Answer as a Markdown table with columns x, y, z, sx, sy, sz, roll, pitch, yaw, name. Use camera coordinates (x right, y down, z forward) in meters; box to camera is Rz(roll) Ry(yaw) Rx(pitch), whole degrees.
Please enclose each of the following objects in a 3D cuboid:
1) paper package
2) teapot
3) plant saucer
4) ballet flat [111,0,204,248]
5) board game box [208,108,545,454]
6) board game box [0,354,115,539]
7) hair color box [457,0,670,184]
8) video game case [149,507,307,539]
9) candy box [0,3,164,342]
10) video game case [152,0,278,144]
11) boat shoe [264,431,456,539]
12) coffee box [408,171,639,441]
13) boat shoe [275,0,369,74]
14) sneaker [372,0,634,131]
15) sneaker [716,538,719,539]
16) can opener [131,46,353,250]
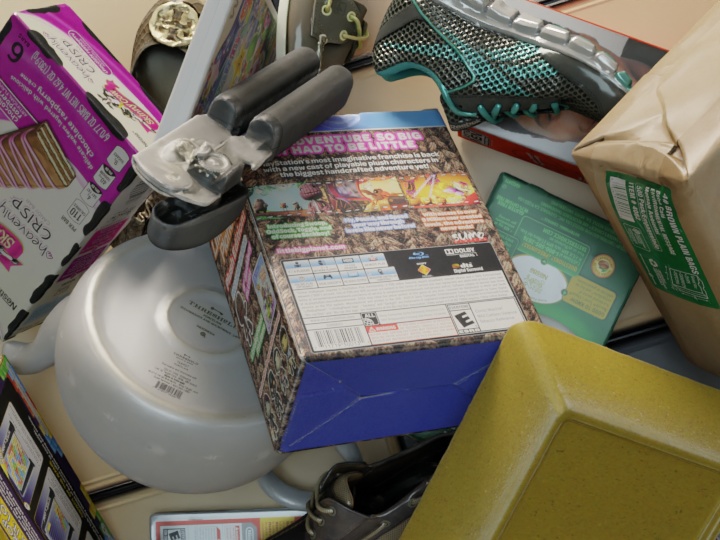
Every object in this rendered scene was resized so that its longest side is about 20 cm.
| x | y | z | sx | sy | sz | roll | pitch | yaw | name |
| --- | --- | --- | --- | --- | --- | --- | --- | --- | --- |
| 0.260 | -0.051 | 0.835 | 0.191 | 0.103 | 0.200 | -45 | 123 | -17 | paper package |
| -0.118 | 0.082 | 0.907 | 0.197 | 0.146 | 0.200 | -9 | 52 | -31 | teapot |
| 0.142 | 0.153 | 0.813 | 0.199 | 0.048 | 0.200 | 20 | 107 | -19 | plant saucer |
| -0.150 | -0.108 | 0.969 | 0.067 | 0.046 | 0.201 | 14 | 87 | 5 | ballet flat |
| 0.000 | 0.000 | 0.853 | 0.159 | 0.097 | 0.200 | -5 | 51 | -21 | board game box |
| -0.220 | 0.178 | 0.863 | 0.057 | 0.165 | 0.200 | -24 | 109 | 4 | board game box |
| 0.177 | -0.111 | 0.934 | 0.199 | 0.061 | 0.102 | 20 | 89 | 7 | hair color box |
| -0.051 | 0.243 | 0.951 | 0.199 | 0.017 | 0.144 | -3 | 86 | 5 | video game case |
| -0.229 | -0.066 | 0.922 | 0.136 | 0.061 | 0.200 | 47 | 121 | 7 | candy box |
| -0.092 | -0.120 | 0.887 | 0.018 | 0.200 | 0.144 | 20 | 88 | 4 | video game case |
| -0.003 | 0.160 | 0.875 | 0.200 | 0.075 | 0.073 | -27 | 118 | 4 | boat shoe |
| 0.110 | 0.045 | 0.938 | 0.123 | 0.044 | 0.201 | 25 | 88 | 5 | coffee box |
| -0.025 | -0.191 | 0.951 | 0.060 | 0.072 | 0.203 | 0 | 82 | 10 | boat shoe |
| 0.095 | -0.127 | 0.880 | 0.200 | 0.078 | 0.091 | 30 | 94 | 17 | sneaker |
| 0.208 | 0.163 | 0.886 | 0.071 | 0.112 | 0.201 | -23 | 85 | -3 | sneaker |
| -0.072 | -0.075 | 0.805 | 0.053 | 0.200 | 0.067 | 30 | 125 | 11 | can opener |
